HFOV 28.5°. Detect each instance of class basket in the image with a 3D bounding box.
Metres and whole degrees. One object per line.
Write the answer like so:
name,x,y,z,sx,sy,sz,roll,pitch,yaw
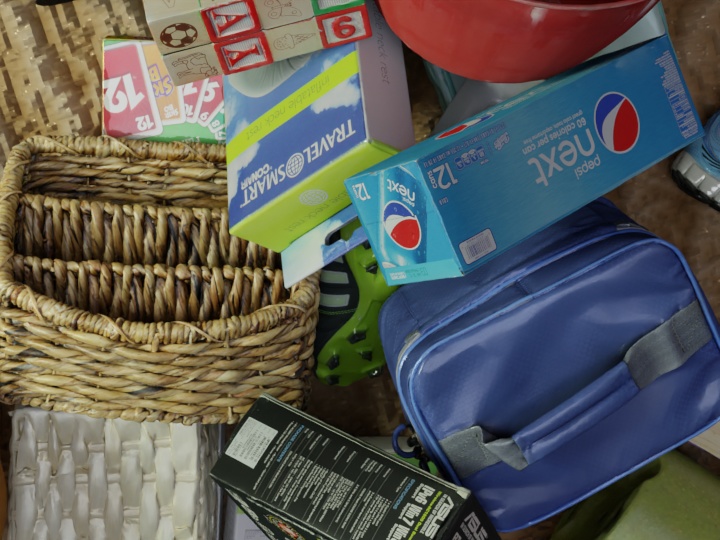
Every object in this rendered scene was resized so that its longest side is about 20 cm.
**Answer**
basket,-0.160,0.160,0.938,0.135,0.123,0.200,2,104,-4
basket,-0.124,0.003,0.867,0.200,0.143,0.149,4,105,-6

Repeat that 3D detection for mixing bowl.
mixing bowl,0.078,-0.176,0.780,0.200,0.200,0.108,10,142,-6

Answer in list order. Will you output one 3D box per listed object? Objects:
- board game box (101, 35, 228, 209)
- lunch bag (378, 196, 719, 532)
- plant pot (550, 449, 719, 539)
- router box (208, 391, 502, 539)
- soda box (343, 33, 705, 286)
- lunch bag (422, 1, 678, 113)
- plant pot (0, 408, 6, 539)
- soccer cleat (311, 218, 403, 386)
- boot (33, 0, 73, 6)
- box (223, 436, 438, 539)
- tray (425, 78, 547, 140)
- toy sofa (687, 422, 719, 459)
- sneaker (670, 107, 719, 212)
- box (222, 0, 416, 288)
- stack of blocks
board game box,-0.124,-0.052,0.941,0.095,0.030,0.200,2,106,-5
lunch bag,0.106,0.056,0.831,0.200,0.132,0.136,-30,107,-2
plant pot,0.227,0.218,0.959,0.184,0.200,0.200,39,98,0
router box,0.017,0.167,0.846,0.062,0.150,0.200,-57,145,-19
soda box,0.093,-0.061,0.766,0.200,0.068,0.064,-28,100,-33
lunch bag,0.102,-0.176,0.899,0.160,0.077,0.200,-20,103,4
plant pot,-0.308,0.122,0.884,0.200,0.183,0.200,0,103,1
soccer cleat,0.000,0.000,0.920,0.067,0.081,0.200,-8,143,-18
boot,-0.119,-0.231,0.879,0.200,0.074,0.076,-17,91,1
box,-0.026,0.213,0.991,0.144,0.036,0.200,3,105,-19
tray,0.079,-0.041,0.906,0.107,0.022,0.200,24,134,-10
toy sofa,0.229,0.068,0.962,0.200,0.083,0.098,28,97,-10
sneaker,0.312,-0.051,0.944,0.200,0.078,0.090,27,97,-10
box,-0.028,-0.105,0.835,0.048,0.200,0.122,21,141,-39
stack of blocks,-0.072,-0.212,0.803,0.115,0.059,0.200,-14,61,1
